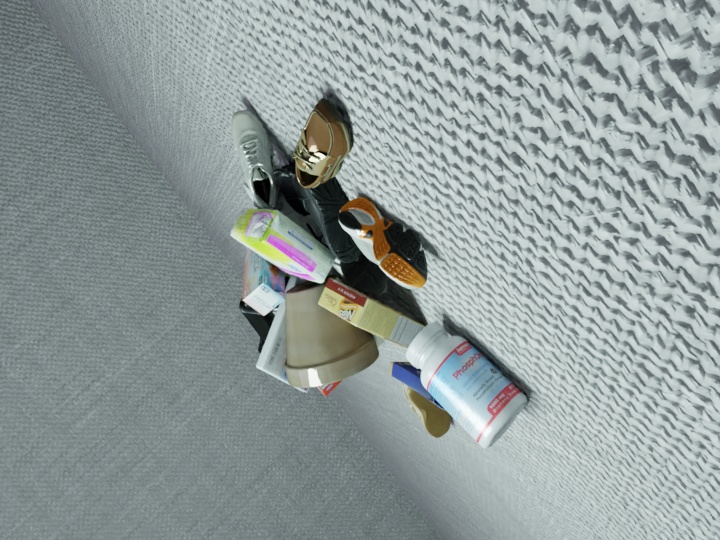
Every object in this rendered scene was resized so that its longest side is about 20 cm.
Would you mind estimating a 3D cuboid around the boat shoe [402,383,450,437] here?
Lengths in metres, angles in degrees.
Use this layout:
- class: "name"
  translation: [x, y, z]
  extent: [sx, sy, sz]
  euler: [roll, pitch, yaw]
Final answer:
- class: "boat shoe"
  translation: [0.156, 0.316, 1.422]
  extent: [0.203, 0.073, 0.069]
  euler: [62, 172, -31]

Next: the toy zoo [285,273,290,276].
- class: "toy zoo"
  translation: [-0.186, -0.030, 1.465]
  extent: [0.204, 0.020, 0.134]
  euler: [-92, -6, -47]

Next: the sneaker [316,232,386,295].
- class: "sneaker"
  translation: [0.000, 0.000, 1.163]
  extent: [0.200, 0.076, 0.116]
  euler: [41, 175, 40]

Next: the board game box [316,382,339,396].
- class: "board game box"
  translation: [-0.067, 0.195, 1.521]
  extent: [0.152, 0.199, 0.041]
  euler: [39, 163, 31]

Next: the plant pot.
- class: "plant pot"
  translation: [-0.076, 0.113, 1.197]
  extent: [0.199, 0.195, 0.179]
  euler: [5, 113, 68]

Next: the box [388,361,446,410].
- class: "box"
  translation: [0.151, 0.213, 1.122]
  extent: [0.199, 0.117, 0.034]
  euler: [22, 104, 61]

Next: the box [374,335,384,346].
- class: "box"
  translation: [-0.036, 0.118, 1.483]
  extent: [0.199, 0.077, 0.096]
  euler: [41, 162, 31]

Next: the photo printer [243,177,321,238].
- class: "photo printer"
  translation: [-0.150, -0.117, 1.271]
  extent: [0.199, 0.069, 0.168]
  euler: [38, 167, 38]

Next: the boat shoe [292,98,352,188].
- class: "boat shoe"
  translation: [-0.063, -0.177, 0.895]
  extent: [0.076, 0.074, 0.201]
  euler: [47, 164, 8]

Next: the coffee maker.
- class: "coffee maker"
  translation: [-0.196, 0.118, 1.369]
  extent: [0.137, 0.186, 0.203]
  euler: [-91, -19, -49]

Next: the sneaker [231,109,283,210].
- class: "sneaker"
  translation: [-0.196, -0.205, 1.128]
  extent: [0.081, 0.073, 0.206]
  euler: [-107, -2, -84]

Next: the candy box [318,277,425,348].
- class: "candy box"
  translation: [0.028, 0.085, 1.104]
  extent: [0.114, 0.057, 0.198]
  euler: [26, 179, 44]

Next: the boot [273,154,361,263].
- class: "boot"
  translation: [-0.080, -0.115, 1.092]
  extent: [0.161, 0.072, 0.202]
  euler: [15, 135, 62]

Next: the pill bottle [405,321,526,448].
- class: "pill bottle"
  translation: [0.170, 0.184, 0.990]
  extent: [0.199, 0.108, 0.110]
  euler: [43, 163, 25]

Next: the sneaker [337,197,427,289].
- class: "sneaker"
  translation: [0.046, -0.033, 0.943]
  extent: [0.201, 0.075, 0.093]
  euler: [49, 175, 37]

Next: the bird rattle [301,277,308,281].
- class: "bird rattle"
  translation: [-0.106, 0.028, 1.376]
  extent: [0.161, 0.112, 0.204]
  euler: [30, 149, 39]

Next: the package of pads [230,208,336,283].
- class: "package of pads"
  translation: [-0.154, -0.051, 1.127]
  extent: [0.153, 0.070, 0.198]
  euler: [35, 169, -28]

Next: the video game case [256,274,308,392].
- class: "video game case"
  translation: [-0.132, 0.140, 1.284]
  extent: [0.023, 0.206, 0.182]
  euler: [9, 161, 32]

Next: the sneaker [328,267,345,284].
- class: "sneaker"
  translation: [0.000, 0.068, 1.284]
  extent: [0.127, 0.079, 0.203]
  euler: [25, 143, 37]

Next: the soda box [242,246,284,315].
- class: "soda box"
  translation: [-0.203, -0.007, 1.259]
  extent: [0.063, 0.068, 0.203]
  euler: [38, -153, -34]
